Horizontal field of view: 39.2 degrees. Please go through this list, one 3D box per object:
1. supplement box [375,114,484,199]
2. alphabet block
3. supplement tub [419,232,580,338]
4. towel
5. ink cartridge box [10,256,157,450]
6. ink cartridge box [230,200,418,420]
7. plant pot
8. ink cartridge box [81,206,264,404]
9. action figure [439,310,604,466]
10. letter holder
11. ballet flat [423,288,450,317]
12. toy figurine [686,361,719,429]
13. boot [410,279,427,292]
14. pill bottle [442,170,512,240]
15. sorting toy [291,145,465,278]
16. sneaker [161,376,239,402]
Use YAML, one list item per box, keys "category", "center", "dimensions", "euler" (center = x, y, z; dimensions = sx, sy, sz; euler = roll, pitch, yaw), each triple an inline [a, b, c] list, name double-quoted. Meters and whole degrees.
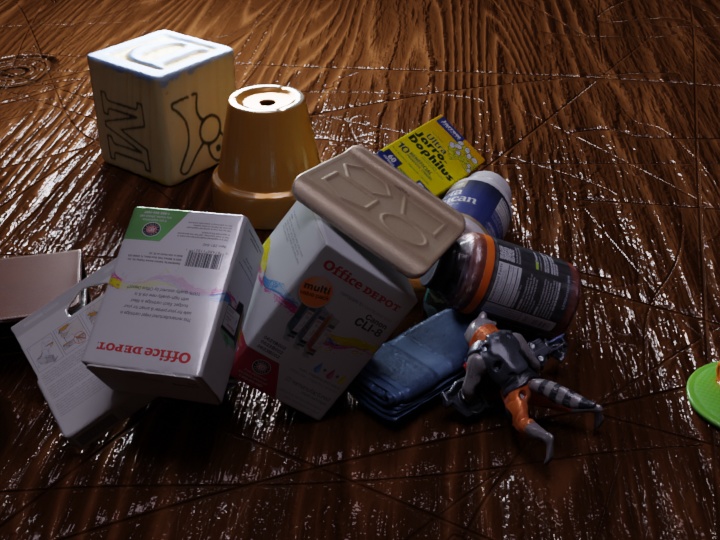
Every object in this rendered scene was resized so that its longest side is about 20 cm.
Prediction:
- category: "supplement box"
  center: [0.088, -0.145, 1.594]
  dimensions: [0.109, 0.110, 0.200]
  euler: [46, 43, 7]
- category: "alphabet block"
  center: [-0.347, -0.295, 1.810]
  dimensions: [0.195, 0.202, 0.195]
  euler: [23, 37, 33]
- category: "supplement tub"
  center: [0.179, 0.014, 1.316]
  dimensions: [0.198, 0.108, 0.107]
  euler: [17, 28, -14]
- category: "towel"
  center: [0.076, 0.117, 1.263]
  dimensions: [0.199, 0.049, 0.111]
  euler: [-26, 39, -34]
- category: "ink cartridge box"
  center: [-0.294, 0.084, 1.208]
  dimensions: [0.199, 0.045, 0.177]
  euler: [-34, 59, -8]
- category: "ink cartridge box"
  center: [-0.056, 0.039, 1.205]
  dimensions: [0.144, 0.201, 0.145]
  euler: [30, 18, -26]
- category: "plant pot"
  center: [-0.150, -0.195, 1.653]
  dimensions: [0.197, 0.185, 0.201]
  euler: [-1, 31, 0]
- category: "ink cartridge box"
  center: [-0.207, 0.038, 1.140]
  dimensions: [0.143, 0.084, 0.202]
  euler: [5, 63, 15]
- category: "action figure"
  center: [0.203, 0.117, 1.194]
  dimensions: [0.199, 0.105, 0.193]
  euler: [-30, 58, -31]
- category: "letter holder"
  center: [-0.458, 0.061, 1.317]
  dimensions: [0.197, 0.102, 0.143]
  euler: [-7, 33, -10]
- category: "ballet flat"
  center: [0.183, 0.023, 1.398]
  dimensions: [0.197, 0.075, 0.074]
  euler: [-10, 32, -16]
- category: "toy figurine"
  center: [0.474, 0.093, 1.162]
  dimensions: [0.148, 0.186, 0.201]
  euler: [-3, 31, -4]
- category: "boot"
  center: [0.000, 0.000, 1.458]
  dimensions: [0.142, 0.072, 0.201]
  euler: [-3, 20, -29]
- category: "pill bottle"
  center: [0.165, -0.072, 1.513]
  dimensions: [0.110, 0.112, 0.200]
  euler: [10, 32, 18]
- category: "sorting toy"
  center: [0.025, -0.071, 1.215]
  dimensions: [0.184, 0.037, 0.200]
  euler: [35, 28, 7]
- category: "sneaker"
  center: [-0.184, 0.096, 1.285]
  dimensions: [0.145, 0.081, 0.200]
  euler: [25, 35, 23]
